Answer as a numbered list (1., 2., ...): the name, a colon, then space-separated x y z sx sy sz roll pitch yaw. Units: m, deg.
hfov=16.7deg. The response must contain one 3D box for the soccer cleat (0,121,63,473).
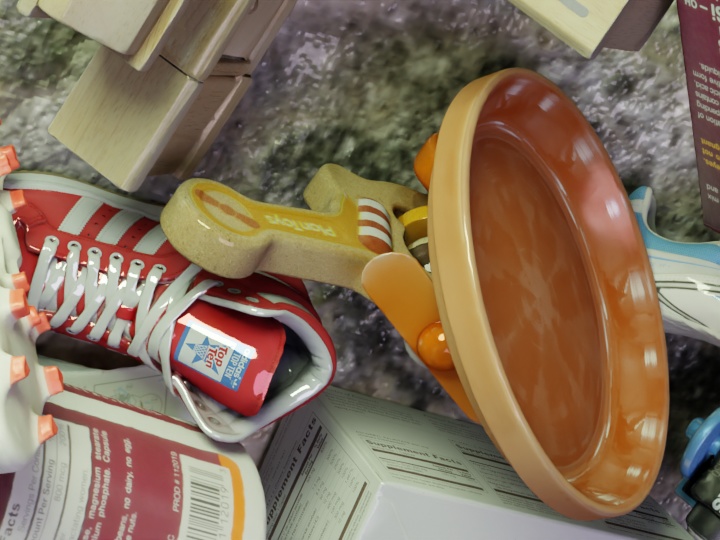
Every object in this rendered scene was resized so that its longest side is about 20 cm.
1. soccer cleat: -0.169 0.009 0.986 0.077 0.201 0.069 -17 136 0

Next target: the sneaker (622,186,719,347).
1. sneaker: 0.203 0.019 1.171 0.073 0.199 0.072 -66 163 1

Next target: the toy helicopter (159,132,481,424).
1. toy helicopter: 0.000 0.000 1.068 0.199 0.133 0.079 10 128 -41

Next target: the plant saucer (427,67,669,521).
1. plant saucer: 0.081 0.011 1.077 0.032 0.201 0.201 -14 132 27

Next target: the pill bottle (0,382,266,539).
1. pill bottle: -0.149 0.100 1.043 0.199 0.114 0.115 21 109 -35

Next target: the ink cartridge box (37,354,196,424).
1. ink cartridge box: -0.163 0.107 1.143 0.199 0.047 0.161 -7 121 -26

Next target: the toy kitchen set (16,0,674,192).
1. toy kitchen set: -0.013 -0.089 0.966 0.200 0.180 0.163 -56 167 14

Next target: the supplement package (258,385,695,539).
1. supplement package: 0.042 0.164 1.214 0.199 0.111 0.156 16 106 -30

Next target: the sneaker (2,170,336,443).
1. sneaker: -0.103 0.017 1.068 0.199 0.113 0.072 6 117 -26

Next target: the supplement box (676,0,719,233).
1. supplement box: 0.190 -0.110 0.966 0.110 0.085 0.201 -32 128 -27

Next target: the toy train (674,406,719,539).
1. toy train: 0.238 0.063 1.254 0.200 0.087 0.114 -55 158 4
